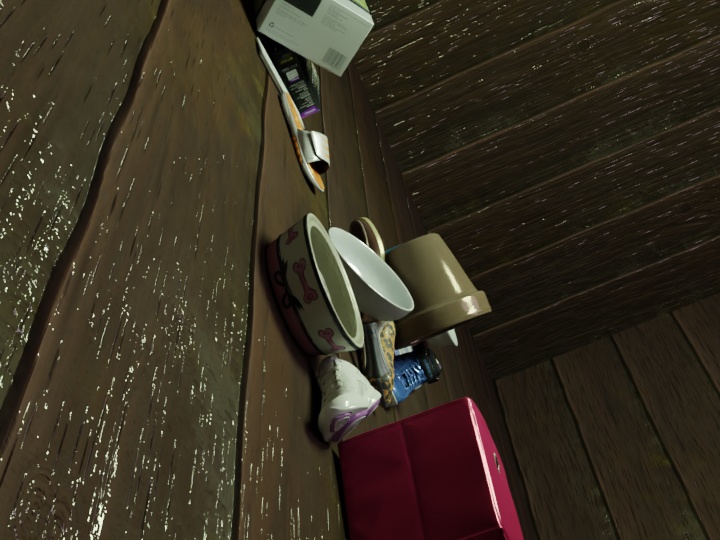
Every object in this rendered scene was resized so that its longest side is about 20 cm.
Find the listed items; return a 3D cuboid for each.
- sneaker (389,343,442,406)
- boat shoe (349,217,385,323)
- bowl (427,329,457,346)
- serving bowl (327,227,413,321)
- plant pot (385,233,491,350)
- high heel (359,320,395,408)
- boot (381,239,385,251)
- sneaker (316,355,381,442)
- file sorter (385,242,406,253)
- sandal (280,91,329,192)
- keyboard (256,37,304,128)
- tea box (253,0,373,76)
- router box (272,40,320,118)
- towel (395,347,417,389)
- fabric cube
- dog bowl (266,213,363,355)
[{"bbox_3d":[0.094,0.190,1.822,0.200,0.109,0.078,-28,96,-81],"label":"sneaker"},{"bbox_3d":[0.000,0.000,1.805,0.071,0.072,0.205,1,78,-40],"label":"boat shoe"},{"bbox_3d":[0.176,0.117,2.541,0.201,0.089,0.205,-22,91,-80],"label":"bowl"},{"bbox_3d":[-0.001,0.018,1.691,0.199,0.066,0.201,41,15,-13],"label":"serving bowl"},{"bbox_3d":[0.123,0.033,1.832,0.200,0.197,0.178,16,51,-78],"label":"plant pot"},{"bbox_3d":[0.034,0.162,1.717,0.200,0.070,0.146,9,70,-82],"label":"high heel"},{"bbox_3d":[0.018,0.047,1.873,0.074,0.074,0.205,71,14,-79],"label":"boot"},{"bbox_3d":[-0.034,0.168,1.309,0.100,0.075,0.200,50,7,6],"label":"sneaker"},{"bbox_3d":[0.072,0.022,2.015,0.200,0.121,0.141,-33,100,-83],"label":"file sorter"},{"bbox_3d":[-0.097,-0.255,1.865,0.079,0.058,0.210,28,42,-76],"label":"sandal"},{"bbox_3d":[-0.156,-0.365,1.920,0.057,0.010,0.201,-102,168,-44],"label":"keyboard"},{"bbox_3d":[-0.099,-0.526,1.963,0.197,0.134,0.198,25,29,-24],"label":"tea box"},{"bbox_3d":[-0.134,-0.429,2.065,0.201,0.050,0.151,-95,163,-61],"label":"router box"},{"bbox_3d":[0.087,0.184,2.076,0.200,0.023,0.150,12,59,-77],"label":"towel"},{"bbox_3d":[0.100,0.325,1.272,0.201,0.197,0.198,-101,167,-48],"label":"fabric cube"},{"bbox_3d":[-0.065,0.027,1.369,0.200,0.073,0.204,-23,91,-81],"label":"dog bowl"}]
